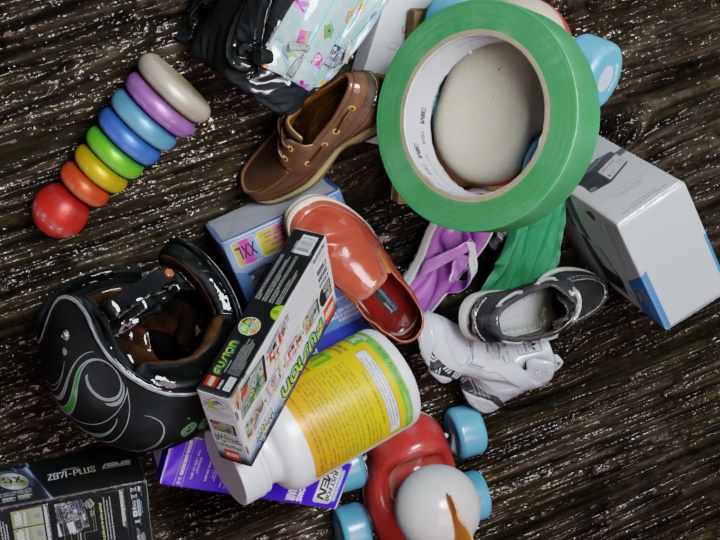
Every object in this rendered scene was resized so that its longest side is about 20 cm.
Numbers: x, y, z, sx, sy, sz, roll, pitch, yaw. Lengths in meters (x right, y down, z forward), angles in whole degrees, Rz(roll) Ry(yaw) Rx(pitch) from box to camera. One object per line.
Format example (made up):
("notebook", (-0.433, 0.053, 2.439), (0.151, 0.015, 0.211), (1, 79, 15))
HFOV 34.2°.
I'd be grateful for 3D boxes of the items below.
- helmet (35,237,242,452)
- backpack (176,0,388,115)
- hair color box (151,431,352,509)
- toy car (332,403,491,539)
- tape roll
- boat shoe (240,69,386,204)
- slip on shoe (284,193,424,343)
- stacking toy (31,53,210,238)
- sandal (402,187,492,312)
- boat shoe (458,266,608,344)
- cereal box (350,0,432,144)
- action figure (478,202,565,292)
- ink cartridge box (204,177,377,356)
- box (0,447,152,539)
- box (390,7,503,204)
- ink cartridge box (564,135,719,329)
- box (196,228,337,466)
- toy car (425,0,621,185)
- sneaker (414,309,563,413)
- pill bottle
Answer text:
("helmet", (-0.212, 0.076, 1.127), (0.200, 0.191, 0.200), (12, 62, -23))
("backpack", (-0.059, -0.253, 1.095), (0.127, 0.167, 0.200), (32, 94, -43))
("hair color box", (-0.121, 0.191, 1.256), (0.200, 0.109, 0.065), (12, 106, -22))
("toy car", (0.078, 0.268, 1.304), (0.184, 0.200, 0.177), (-12, 113, -14))
("tape roll", (0.109, -0.133, 1.028), (0.048, 0.200, 0.201), (-3, 115, -55))
("boat shoe", (-0.054, -0.133, 1.137), (0.200, 0.072, 0.068), (-33, 150, 33))
("slip on shoe", (0.000, 0.000, 1.171), (0.074, 0.061, 0.200), (-42, 118, -2))
("stacking toy", (-0.238, -0.109, 1.119), (0.200, 0.085, 0.085), (-46, 117, 6))
("sandal", (0.094, 0.001, 1.264), (0.082, 0.050, 0.203), (7, 127, -36))
("boat shoe", (0.199, 0.039, 1.250), (0.200, 0.060, 0.074), (-6, 97, -34))
("cereal box", (0.069, -0.220, 1.203), (0.144, 0.040, 0.200), (10, 106, -25))
("action figure", (0.181, -0.024, 1.286), (0.118, 0.055, 0.200), (-9, 131, -18))
("ink cartridge box", (-0.058, 0.017, 1.232), (0.136, 0.076, 0.200), (-25, 118, -9))
("box", (-0.304, 0.303, 1.246), (0.164, 0.086, 0.200), (-9, 112, -16))
("box", (0.115, -0.170, 1.208), (0.163, 0.021, 0.200), (-5, 114, -24))
("ink cartridge box", (0.286, -0.048, 1.257), (0.084, 0.200, 0.145), (-34, 117, -2))
("box", (-0.081, 0.069, 1.088), (0.110, 0.035, 0.200), (82, 28, -48))
("toy car", (0.172, -0.167, 1.143), (0.200, 0.184, 0.177), (-2, 115, -55))
("sneaker", (0.143, 0.084, 1.291), (0.115, 0.075, 0.200), (-26, 141, 19))
("pill bottle", (-0.049, 0.148, 1.166), (0.200, 0.111, 0.111), (-27, 117, -24))
